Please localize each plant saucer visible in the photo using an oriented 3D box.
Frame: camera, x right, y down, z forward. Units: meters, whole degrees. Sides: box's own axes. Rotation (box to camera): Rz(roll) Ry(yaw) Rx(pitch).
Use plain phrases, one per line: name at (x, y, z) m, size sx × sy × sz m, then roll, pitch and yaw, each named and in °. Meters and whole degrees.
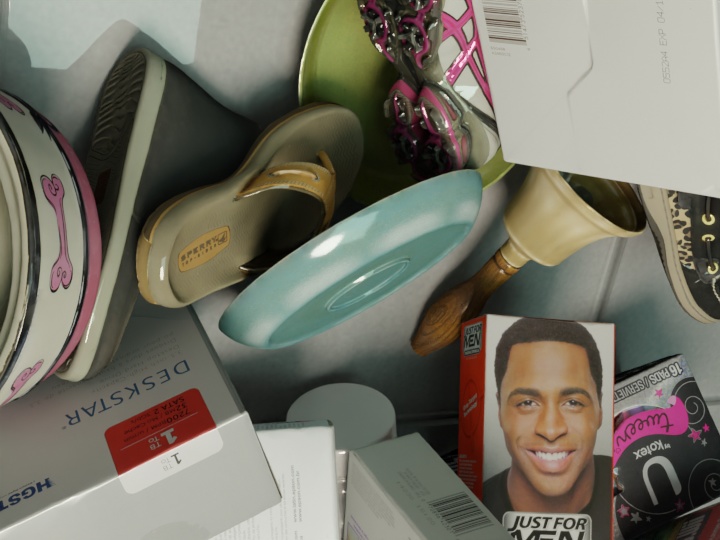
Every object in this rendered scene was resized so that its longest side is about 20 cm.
plant saucer at (0.000, 0.000, 0.762) m, size 0.198 × 0.028 × 0.200 m, roll -30°, pitch 169°, yaw -6°
plant saucer at (0.046, -0.136, 0.788) m, size 0.197 × 0.031 × 0.203 m, roll -11°, pitch 120°, yaw -20°

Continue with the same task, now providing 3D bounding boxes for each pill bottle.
pill bottle at (-0.010, 0.192, 0.892) m, size 0.109 × 0.111 × 0.203 m, roll -14°, pitch 122°, yaw -18°

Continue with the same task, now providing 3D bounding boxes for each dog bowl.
dog bowl at (-0.226, -0.013, 0.636) m, size 0.073 × 0.199 × 0.202 m, roll -4°, pitch 124°, yaw -60°

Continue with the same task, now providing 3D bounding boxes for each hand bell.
hand bell at (0.102, -0.003, 0.855) m, size 0.103 × 0.105 × 0.200 m, roll 22°, pitch 126°, yaw -33°

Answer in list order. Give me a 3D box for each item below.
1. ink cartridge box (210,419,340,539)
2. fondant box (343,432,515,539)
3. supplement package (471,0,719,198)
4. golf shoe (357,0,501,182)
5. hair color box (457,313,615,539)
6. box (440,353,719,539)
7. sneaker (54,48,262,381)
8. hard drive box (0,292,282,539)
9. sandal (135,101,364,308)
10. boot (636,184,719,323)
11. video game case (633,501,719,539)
ink cartridge box at (-0.109, 0.207, 0.781) m, size 0.196 × 0.043 × 0.200 m, roll -3°, pitch 90°, yaw -4°
fondant box at (0.042, 0.234, 0.783) m, size 0.057 × 0.144 × 0.203 m, roll -9°, pitch 120°, yaw -26°
supplement package at (0.155, -0.165, 0.669) m, size 0.111 × 0.154 × 0.202 m, roll -45°, pitch 134°, yaw -34°
golf shoe at (0.052, -0.154, 0.727) m, size 0.092 × 0.072 × 0.202 m, roll -36°, pitch 134°, yaw -26°
hair color box at (0.123, 0.137, 0.824) m, size 0.100 × 0.061 × 0.204 m, roll 4°, pitch 81°, yaw -12°
box at (0.174, 0.164, 0.929) m, size 0.197 × 0.132 × 0.116 m, roll -23°, pitch 83°, yaw -13°
sneaker at (-0.117, -0.022, 0.703) m, size 0.105 × 0.074 × 0.203 m, roll 24°, pitch 73°, yaw -37°
hard drive box at (-0.155, 0.088, 0.708) m, size 0.154 × 0.200 × 0.078 m, roll -25°, pitch 127°, yaw -11°
sandal at (-0.052, -0.035, 0.700) m, size 0.200 × 0.053 × 0.081 m, roll -39°, pitch 132°, yaw -44°
boot at (0.284, -0.042, 0.814) m, size 0.148 × 0.074 × 0.201 m, roll -10°, pitch 133°, yaw 27°
video game case at (0.198, 0.229, 0.853) m, size 0.199 × 0.143 × 0.018 m, roll -34°, pitch 90°, yaw 37°
